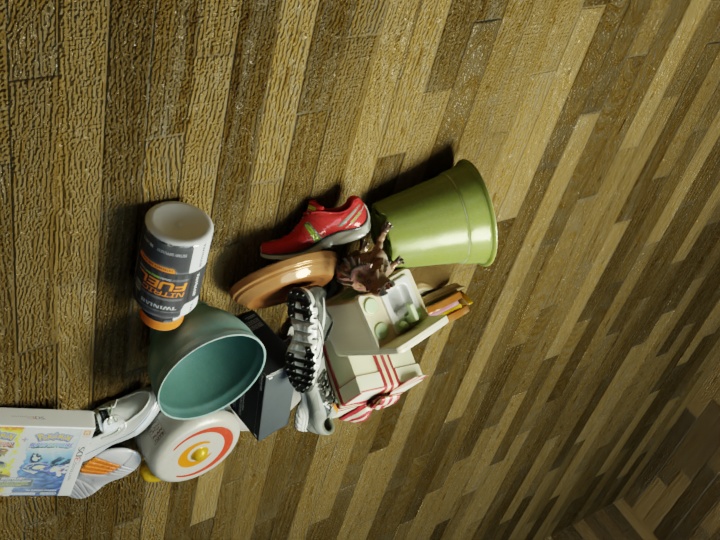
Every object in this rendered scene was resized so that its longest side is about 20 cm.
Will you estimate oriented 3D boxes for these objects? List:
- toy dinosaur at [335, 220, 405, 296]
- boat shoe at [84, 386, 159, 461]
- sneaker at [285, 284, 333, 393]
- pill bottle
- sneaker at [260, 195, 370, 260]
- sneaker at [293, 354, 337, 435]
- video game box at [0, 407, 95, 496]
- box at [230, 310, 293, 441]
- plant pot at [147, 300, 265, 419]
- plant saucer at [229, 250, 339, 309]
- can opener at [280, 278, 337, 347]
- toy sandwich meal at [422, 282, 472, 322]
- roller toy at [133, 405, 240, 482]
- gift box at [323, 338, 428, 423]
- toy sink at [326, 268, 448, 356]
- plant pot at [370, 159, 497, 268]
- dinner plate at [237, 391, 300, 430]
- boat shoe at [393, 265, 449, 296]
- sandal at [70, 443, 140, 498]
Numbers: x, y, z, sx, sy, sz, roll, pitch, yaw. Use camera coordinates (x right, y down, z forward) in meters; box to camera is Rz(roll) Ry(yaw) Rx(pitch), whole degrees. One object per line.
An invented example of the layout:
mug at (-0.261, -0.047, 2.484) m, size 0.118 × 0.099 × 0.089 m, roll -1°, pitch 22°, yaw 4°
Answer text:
toy dinosaur at (0.000, 0.000, 1.638) m, size 0.135 × 0.086 × 0.200 m, roll -42°, pitch -171°, yaw -28°
boat shoe at (-0.442, 0.269, 1.694) m, size 0.200 × 0.074 × 0.067 m, roll -38°, pitch 146°, yaw 0°
sneaker at (-0.083, 0.115, 1.671) m, size 0.090 × 0.066 × 0.202 m, roll -26°, pitch 122°, yaw -53°
pill bottle at (-0.294, 0.000, 1.486) m, size 0.106 × 0.106 × 0.201 m, roll -13°, pitch 139°, yaw -34°
sneaker at (-0.083, -0.076, 1.643) m, size 0.199 × 0.077 × 0.085 m, roll -20°, pitch 107°, yaw -6°
sneaker at (-0.076, 0.227, 1.793) m, size 0.074 × 0.079 × 0.201 m, roll -54°, pitch 154°, yaw -48°
video game box at (-0.564, 0.306, 1.609) m, size 0.199 × 0.047 × 0.183 m, roll 7°, pitch 125°, yaw -30°
box at (-0.193, 0.198, 1.783) m, size 0.079 × 0.141 × 0.201 m, roll -24°, pitch 145°, yaw -31°
plant pot at (-0.280, 0.136, 1.636) m, size 0.199 × 0.134 × 0.201 m, roll -26°, pitch 146°, yaw -19°
plant saucer at (-0.127, 0.022, 1.658) m, size 0.199 × 0.038 × 0.200 m, roll -20°, pitch 168°, yaw -4°
can opener at (-0.099, 0.106, 1.837) m, size 0.053 × 0.067 × 0.201 m, roll 0°, pitch 131°, yaw -45°
toy sandwich meal at (0.145, 0.090, 1.982) m, size 0.204 × 0.071 × 0.205 m, roll -25°, pitch 174°, yaw -3°
roller toy at (-0.325, 0.296, 1.780) m, size 0.199 × 0.140 × 0.183 m, roll -21°, pitch 143°, yaw -24°
gift box at (0.013, 0.188, 1.890) m, size 0.199 × 0.188 × 0.184 m, roll -8°, pitch 159°, yaw -33°
toy sink at (0.036, 0.074, 1.718) m, size 0.130 × 0.113 × 0.199 m, roll -30°, pitch -168°, yaw -32°
plant pot at (0.121, -0.083, 1.741) m, size 0.189 × 0.201 × 0.201 m, roll -14°, pitch 142°, yaw -12°
dinner plate at (-0.187, 0.269, 1.990) m, size 0.199 × 0.024 × 0.201 m, roll -26°, pitch 146°, yaw -19°
boat shoe at (0.100, 0.025, 1.940) m, size 0.199 × 0.074 × 0.069 m, roll -13°, pitch 163°, yaw -46°
sandal at (-0.488, 0.358, 1.780) m, size 0.206 × 0.059 × 0.079 m, roll -32°, pitch 130°, yaw 29°
